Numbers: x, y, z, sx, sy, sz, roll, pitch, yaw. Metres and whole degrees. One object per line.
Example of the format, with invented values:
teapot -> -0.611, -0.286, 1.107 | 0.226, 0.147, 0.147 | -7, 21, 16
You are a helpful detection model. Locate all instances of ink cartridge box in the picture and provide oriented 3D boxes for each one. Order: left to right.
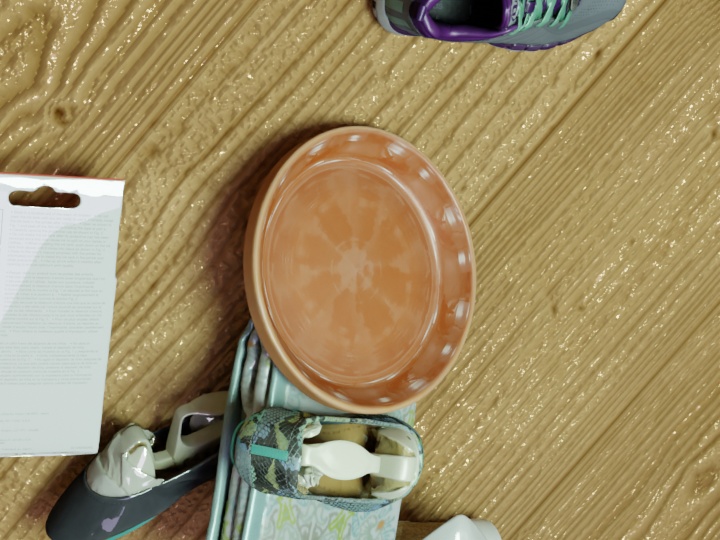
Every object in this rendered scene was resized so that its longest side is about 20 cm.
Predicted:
ink cartridge box -> -0.224, 0.025, 0.887 | 0.108, 0.050, 0.203 | 2, 110, -23

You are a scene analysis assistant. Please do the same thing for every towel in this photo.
towel -> -0.033, 0.146, 0.966 | 0.170, 0.048, 0.203 | 20, 77, -48

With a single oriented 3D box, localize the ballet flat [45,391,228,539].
ballet flat -> -0.140, 0.132, 0.957 | 0.198, 0.073, 0.074 | -22, 119, -20

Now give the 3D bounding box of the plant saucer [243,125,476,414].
plant saucer -> 0.000, 0.000, 0.937 | 0.198, 0.032, 0.203 | 5, 81, -38

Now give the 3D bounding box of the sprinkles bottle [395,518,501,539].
sprinkles bottle -> 0.018, 0.238, 1.072 | 0.197, 0.068, 0.069 | 4, 111, -24

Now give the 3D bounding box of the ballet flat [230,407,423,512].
ballet flat -> -0.002, 0.135, 0.916 | 0.199, 0.074, 0.075 | 9, 110, -49

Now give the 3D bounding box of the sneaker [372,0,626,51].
sneaker -> 0.111, -0.180, 0.917 | 0.197, 0.088, 0.075 | -8, 115, -20

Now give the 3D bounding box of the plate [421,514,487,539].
plate -> 0.053, 0.315, 1.071 | 0.199, 0.032, 0.201 | -37, 126, 2
